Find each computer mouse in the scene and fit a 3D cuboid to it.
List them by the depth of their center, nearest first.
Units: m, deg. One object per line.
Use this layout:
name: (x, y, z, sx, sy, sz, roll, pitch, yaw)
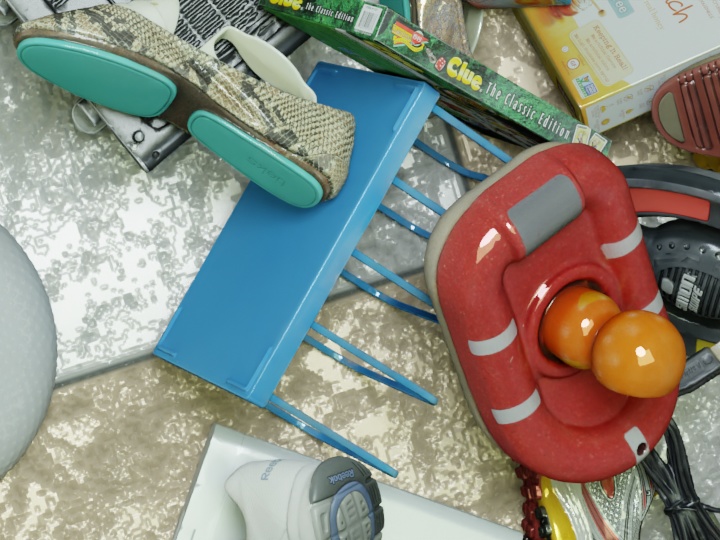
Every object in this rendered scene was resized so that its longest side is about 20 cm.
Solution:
computer mouse: (0.257, 0.093, 1.562, 0.199, 0.046, 0.141, -29, 95, 5)

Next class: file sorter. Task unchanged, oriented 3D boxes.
file sorter: (0.000, 0.000, 1.530, 0.122, 0.139, 0.201, 32, 84, -28)

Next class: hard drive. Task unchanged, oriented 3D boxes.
hard drive: (-0.016, 0.187, 1.586, 0.199, 0.026, 0.132, 20, 86, -8)

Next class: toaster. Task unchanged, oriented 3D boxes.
toaster: (-0.115, -0.182, 1.530, 0.200, 0.119, 0.181, -41, 96, -7)

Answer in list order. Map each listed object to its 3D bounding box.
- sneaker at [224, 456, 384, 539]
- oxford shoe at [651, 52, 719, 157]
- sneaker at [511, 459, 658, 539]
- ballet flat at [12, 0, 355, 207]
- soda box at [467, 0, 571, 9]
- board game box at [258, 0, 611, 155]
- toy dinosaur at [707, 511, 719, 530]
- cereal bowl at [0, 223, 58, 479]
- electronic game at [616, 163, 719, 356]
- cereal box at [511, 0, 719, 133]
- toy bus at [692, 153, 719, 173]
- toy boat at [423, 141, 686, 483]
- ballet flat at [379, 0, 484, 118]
sneaker: (-0.025, 0.190, 1.530, 0.074, 0.087, 0.201, -35, 125, -46)
oxford shoe: (0.266, -0.115, 1.522, 0.199, 0.075, 0.071, -10, 119, 10)
sneaker: (0.135, 0.111, 1.594, 0.082, 0.078, 0.201, -11, 100, -14)
ballet flat: (-0.091, -0.106, 1.447, 0.199, 0.068, 0.076, 26, 63, -13)
soda box: (0.098, -0.257, 1.563, 0.068, 0.064, 0.201, 0, 72, 33)
board game box: (0.044, -0.110, 1.490, 0.200, 0.105, 0.024, 26, 89, -43)
toy dinosaur: (0.285, 0.223, 1.626, 0.199, 0.047, 0.088, 23, 71, -8)
cereal bowl: (-0.271, 0.046, 1.518, 0.199, 0.083, 0.201, 0, 88, -8)
electronic game: (0.202, 0.001, 1.542, 0.199, 0.200, 0.042, 28, 65, -8)
cereal box: (0.193, -0.178, 1.577, 0.199, 0.040, 0.144, -25, 57, -3)
toy bus: (0.294, -0.109, 1.603, 0.200, 0.136, 0.192, -38, 79, -10)
toy boat: (0.127, 0.035, 1.459, 0.130, 0.131, 0.200, -37, 130, -19)
ballet flat: (0.041, -0.192, 1.591, 0.067, 0.068, 0.201, -6, 96, -26)
